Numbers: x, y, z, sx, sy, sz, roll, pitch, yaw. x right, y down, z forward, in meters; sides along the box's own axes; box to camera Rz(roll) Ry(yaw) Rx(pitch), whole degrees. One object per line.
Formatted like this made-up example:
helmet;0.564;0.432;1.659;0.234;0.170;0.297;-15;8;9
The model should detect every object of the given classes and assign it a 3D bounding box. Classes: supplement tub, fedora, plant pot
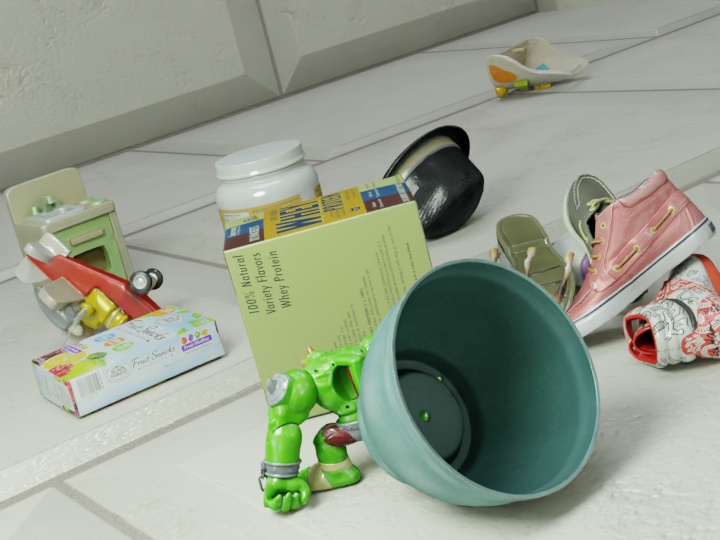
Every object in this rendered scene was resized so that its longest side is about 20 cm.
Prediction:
supplement tub;-0.116;-0.067;1.787;0.144;0.200;0.144;-13;15;4
fedora;0.111;-0.111;1.888;0.201;0.201;0.092;-27;53;-38
plant pot;0.079;0.108;1.080;0.200;0.200;0.134;-27;-7;-37

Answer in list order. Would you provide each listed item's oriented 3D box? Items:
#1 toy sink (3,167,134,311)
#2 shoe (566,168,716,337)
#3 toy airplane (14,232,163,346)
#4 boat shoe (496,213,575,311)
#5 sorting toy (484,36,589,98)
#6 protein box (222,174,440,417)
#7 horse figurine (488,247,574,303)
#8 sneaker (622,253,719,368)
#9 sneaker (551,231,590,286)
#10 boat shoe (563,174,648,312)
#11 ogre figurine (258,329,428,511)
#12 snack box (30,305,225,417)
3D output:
toy sink;-0.448;-0.049;2.021;0.130;0.200;0.112;-24;18;-33
shoe;0.259;-0.013;1.336;0.200;0.091;0.071;-40;-4;12
toy airplane;-0.382;0.038;1.771;0.200;0.141;0.199;15;7;-41
boat shoe;0.198;0.017;1.462;0.075;0.068;0.200;-9;36;2
sorting toy;0.397;-0.441;2.841;0.180;0.107;0.200;5;23;31
protein box;-0.022;0.028;1.375;0.200;0.199;0.135;-15;16;0
horse figurine;0.156;0.042;1.365;0.050;0.133;0.200;13;-5;-32
sneaker;0.309;0.037;1.297;0.108;0.067;0.201;-12;18;0
sneaker;0.289;-0.041;1.569;0.100;0.075;0.200;4;24;45
boat shoe;0.278;-0.044;1.457;0.072;0.060;0.202;-1;45;-9
ogre figurine;-0.009;0.126;1.173;0.200;0.120;0.098;-16;16;-10
snack box;-0.288;0.108;1.606;0.200;0.053;0.142;-22;18;-27
